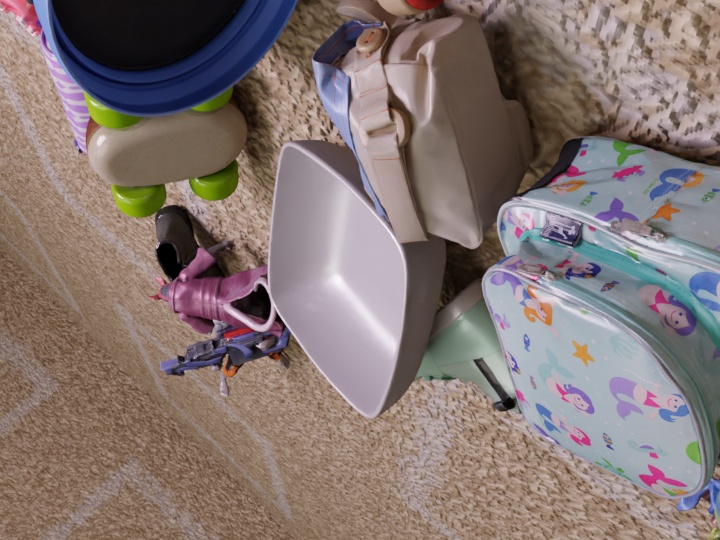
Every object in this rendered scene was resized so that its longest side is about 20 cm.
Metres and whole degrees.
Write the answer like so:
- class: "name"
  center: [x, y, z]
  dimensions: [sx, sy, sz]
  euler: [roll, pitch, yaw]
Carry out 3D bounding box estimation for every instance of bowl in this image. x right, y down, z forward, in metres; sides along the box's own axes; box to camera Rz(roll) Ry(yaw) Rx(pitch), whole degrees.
- class: "bowl"
  center: [-0.115, -0.194, 0.512]
  dimensions: [0.039, 0.200, 0.202]
  euler: [42, 157, 24]
- class: "bowl"
  center: [0.000, 0.000, 0.701]
  dimensions: [0.200, 0.074, 0.202]
  euler: [47, 141, 38]

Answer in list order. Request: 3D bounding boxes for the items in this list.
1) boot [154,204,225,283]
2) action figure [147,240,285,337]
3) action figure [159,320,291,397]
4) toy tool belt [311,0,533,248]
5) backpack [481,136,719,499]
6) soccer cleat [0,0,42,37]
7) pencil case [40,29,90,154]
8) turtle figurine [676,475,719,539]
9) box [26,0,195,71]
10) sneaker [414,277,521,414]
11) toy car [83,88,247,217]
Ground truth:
- class: "boot"
  center: [-0.245, 0.015, 1.154]
  dimensions: [0.131, 0.067, 0.202]
  euler: [-107, -5, -55]
- class: "action figure"
  center: [-0.182, 0.044, 1.026]
  dimensions: [0.197, 0.149, 0.136]
  euler: [3, 108, 8]
- class: "action figure"
  center: [-0.197, 0.105, 1.194]
  dimensions: [0.195, 0.197, 0.105]
  euler: [88, 167, -50]
- class: "toy tool belt"
  center: [0.021, -0.112, 0.510]
  dimensions: [0.122, 0.125, 0.201]
  euler: [11, 137, 41]
- class: "backpack"
  center: [0.175, 0.030, 0.446]
  dimensions: [0.198, 0.151, 0.179]
  euler: [17, 141, 42]
- class: "soccer cleat"
  center: [-0.394, -0.330, 0.965]
  dimensions: [0.066, 0.077, 0.200]
  euler: [38, 179, -23]
- class: "pencil case"
  center: [-0.331, -0.226, 0.993]
  dimensions: [0.201, 0.083, 0.086]
  euler: [101, 151, -60]
- class: "turtle figurine"
  center: [0.308, 0.251, 0.556]
  dimensions: [0.199, 0.144, 0.195]
  euler: [22, 150, 51]
- class: "box"
  center: [-0.204, -0.247, 0.588]
  dimensions: [0.199, 0.118, 0.196]
  euler: [38, -174, 24]
- class: "sneaker"
  center: [0.097, 0.097, 0.751]
  dimensions: [0.119, 0.073, 0.201]
  euler: [51, 155, 8]
- class: "toy car"
  center: [-0.212, -0.189, 0.825]
  dimensions: [0.165, 0.156, 0.202]
  euler: [99, 153, -57]
